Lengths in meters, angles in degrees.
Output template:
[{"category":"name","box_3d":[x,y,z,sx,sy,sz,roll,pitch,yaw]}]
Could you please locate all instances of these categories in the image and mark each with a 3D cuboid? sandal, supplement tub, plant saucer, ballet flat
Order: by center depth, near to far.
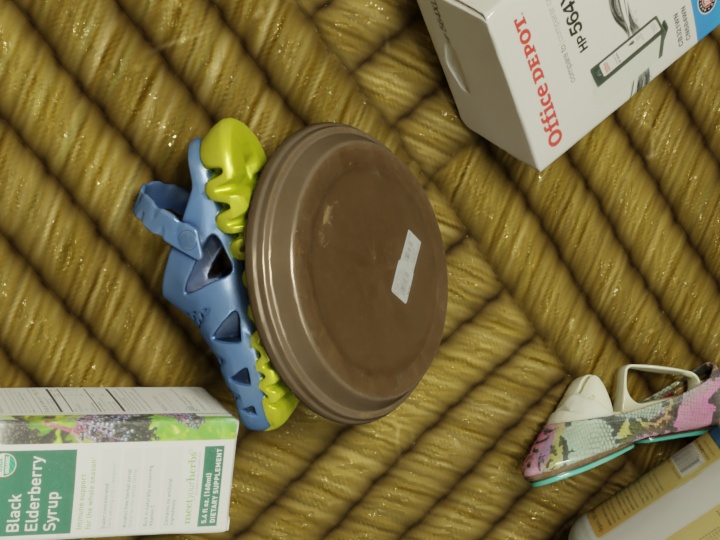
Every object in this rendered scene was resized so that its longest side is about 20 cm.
[{"category":"sandal","box_3d":[-0.089,0.007,0.878,0.087,0.079,0.201,-12,94,17]},{"category":"plant saucer","box_3d":[0.000,0.000,0.893,0.200,0.029,0.201,14,72,-51]},{"category":"supplement tub","box_3d":[0.249,0.219,1.026,0.200,0.145,0.145,-35,114,8]},{"category":"ballet flat","box_3d":[0.202,0.110,1.050,0.199,0.069,0.072,-11,88,-25]}]

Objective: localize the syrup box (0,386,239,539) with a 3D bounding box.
[{"category":"syrup box","box_3d":[-0.186,0.122,0.867,0.199,0.081,0.079,2,101,-25]}]

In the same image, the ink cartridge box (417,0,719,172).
[{"category":"ink cartridge box","box_3d":[0.151,-0.187,0.920,0.200,0.084,0.146,-40,136,-11]}]
